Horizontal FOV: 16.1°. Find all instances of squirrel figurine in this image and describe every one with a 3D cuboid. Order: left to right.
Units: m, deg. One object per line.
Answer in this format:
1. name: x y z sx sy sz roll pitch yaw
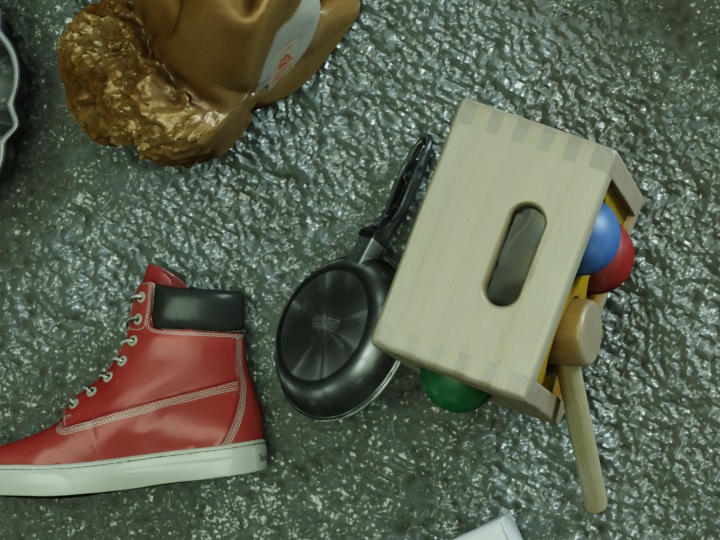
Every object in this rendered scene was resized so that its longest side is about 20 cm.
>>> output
1. squirrel figurine: -0.129 -0.171 1.630 0.186 0.141 0.200 36 94 17

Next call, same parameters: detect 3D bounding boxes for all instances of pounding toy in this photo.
1. pounding toy: 0.107 0.027 1.561 0.142 0.184 0.201 20 86 15

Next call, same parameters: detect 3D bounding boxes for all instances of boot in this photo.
1. boot: -0.167 0.074 1.667 0.199 0.072 0.145 -9 87 4

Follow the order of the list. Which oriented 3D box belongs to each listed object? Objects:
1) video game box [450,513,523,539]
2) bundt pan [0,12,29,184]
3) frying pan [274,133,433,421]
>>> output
1. video game box: 0.052 0.282 1.625 0.182 0.047 0.201 -26 84 13
2. bundt pan: -0.309 -0.114 1.696 0.201 0.076 0.203 0 90 12
3. frying pan: 0.008 0.010 1.620 0.190 0.031 0.115 -54 43 9
